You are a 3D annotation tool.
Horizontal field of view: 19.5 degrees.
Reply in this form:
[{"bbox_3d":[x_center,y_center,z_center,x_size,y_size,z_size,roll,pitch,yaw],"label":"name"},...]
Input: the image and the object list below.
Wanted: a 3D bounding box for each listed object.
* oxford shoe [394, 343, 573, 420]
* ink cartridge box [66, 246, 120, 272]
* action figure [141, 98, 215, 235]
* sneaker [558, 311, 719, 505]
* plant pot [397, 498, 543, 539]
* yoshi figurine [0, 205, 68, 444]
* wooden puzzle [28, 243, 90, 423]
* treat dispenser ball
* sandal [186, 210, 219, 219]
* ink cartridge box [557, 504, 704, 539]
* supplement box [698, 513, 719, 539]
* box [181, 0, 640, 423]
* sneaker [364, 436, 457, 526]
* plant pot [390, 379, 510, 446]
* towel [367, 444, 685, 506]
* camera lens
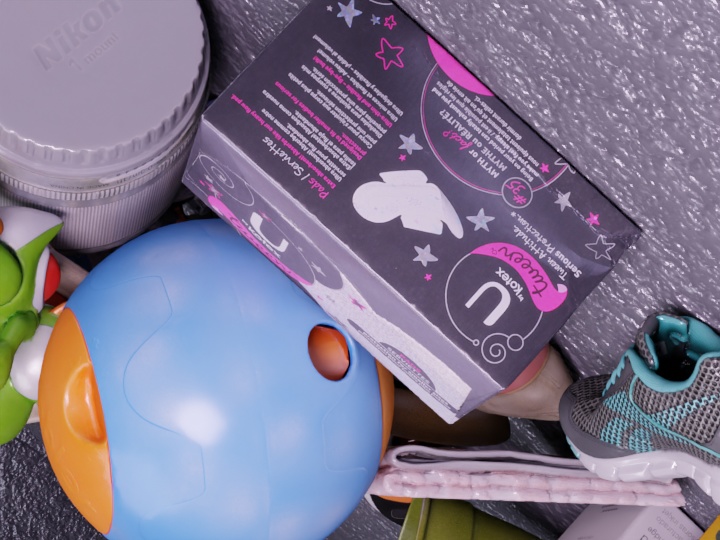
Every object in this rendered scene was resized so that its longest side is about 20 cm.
[{"bbox_3d":[0.057,0.056,1.306,0.075,0.070,0.200,46,167,-32],"label":"oxford shoe"},{"bbox_3d":[-0.232,-0.055,1.471,0.145,0.085,0.200,66,-164,-9],"label":"ink cartridge box"},{"bbox_3d":[-0.135,-0.041,1.428,0.200,0.104,0.194,113,136,-69],"label":"action figure"},{"bbox_3d":[0.162,0.060,1.082,0.200,0.078,0.091,3,122,62],"label":"sneaker"},{"bbox_3d":[0.110,0.273,1.508,0.193,0.201,0.200,16,163,-1],"label":"plant pot"},{"bbox_3d":[-0.226,0.034,1.220,0.112,0.113,0.200,-3,133,23],"label":"yoshi figurine"},{"bbox_3d":[-0.220,0.044,1.353,0.185,0.037,0.200,-11,145,30],"label":"wooden puzzle"},{"bbox_3d":[-0.080,0.071,1.183,0.201,0.201,0.201,39,164,13],"label":"treat dispenser ball"},{"bbox_3d":[-0.100,-0.007,1.549,0.057,0.080,0.201,12,179,-31],"label":"sandal"},{"bbox_3d":[0.159,0.267,1.359,0.147,0.200,0.145,44,165,-3],"label":"ink cartridge box"},{"bbox_3d":[0.263,0.258,1.247,0.200,0.109,0.109,51,163,-25],"label":"supplement box"},{"bbox_3d":[0.019,-0.032,1.074,0.200,0.115,0.132,43,164,2],"label":"box"},{"bbox_3d":[0.042,0.148,1.580,0.090,0.070,0.200,33,160,41],"label":"sneaker"},{"bbox_3d":[0.005,0.067,1.369,0.200,0.028,0.200,15,-171,-2],"label":"plant pot"},{"bbox_3d":[0.073,0.126,1.307,0.200,0.032,0.191,5,174,-20],"label":"towel"},{"bbox_3d":[-0.174,-0.106,1.265,0.160,0.160,0.200,42,162,3],"label":"camera lens"}]
